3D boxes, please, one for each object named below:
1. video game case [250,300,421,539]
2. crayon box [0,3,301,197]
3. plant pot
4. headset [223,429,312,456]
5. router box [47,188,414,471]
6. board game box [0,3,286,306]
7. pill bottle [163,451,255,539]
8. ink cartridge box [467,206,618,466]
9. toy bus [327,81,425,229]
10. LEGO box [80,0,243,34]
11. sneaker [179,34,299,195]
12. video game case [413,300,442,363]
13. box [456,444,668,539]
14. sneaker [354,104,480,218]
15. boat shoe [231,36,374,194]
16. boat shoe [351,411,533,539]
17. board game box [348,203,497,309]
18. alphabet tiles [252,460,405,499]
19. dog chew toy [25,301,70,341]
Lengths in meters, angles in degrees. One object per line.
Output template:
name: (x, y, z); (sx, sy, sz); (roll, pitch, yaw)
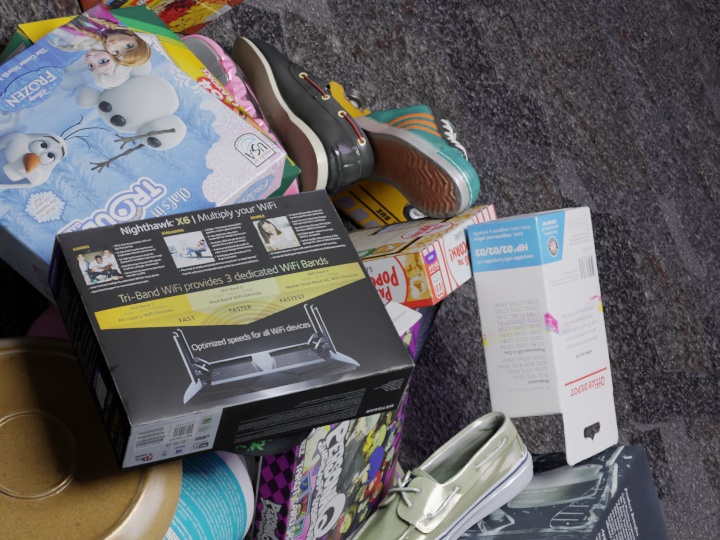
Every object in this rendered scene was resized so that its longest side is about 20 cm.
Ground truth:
video game case: (-0.022, 0.147, 1.461); (0.036, 0.202, 0.181); (22, 33, 22)
crayon box: (-0.168, -0.117, 1.525); (0.200, 0.058, 0.172); (47, 29, 12)
plant pot: (-0.213, 0.123, 1.238); (0.198, 0.028, 0.202); (5, 55, -7)
headset: (-0.076, 0.041, 1.321); (0.122, 0.094, 0.201); (18, 33, -7)
router box: (-0.086, 0.035, 1.256); (0.198, 0.052, 0.158); (-10, 55, -24)
board game box: (-0.191, -0.079, 1.374); (0.199, 0.044, 0.200); (39, 55, 16)
pill bottle: (-0.143, 0.178, 1.336); (0.111, 0.110, 0.200); (56, 32, -9)
ink cartridge box: (0.152, 0.054, 1.581); (0.115, 0.067, 0.202); (-11, 94, -60)
toy bus: (0.014, -0.087, 1.800); (0.200, 0.078, 0.065); (39, 39, -32)
LEGO box: (-0.195, -0.318, 1.676); (0.148, 0.077, 0.202); (2, 65, -55)
sneaker: (-0.102, -0.111, 1.671); (0.095, 0.078, 0.201); (-28, 95, -80)
video game case: (0.007, 0.089, 1.583); (0.019, 0.144, 0.200); (29, 27, 14)
box: (0.129, 0.245, 1.574); (0.197, 0.198, 0.125); (-41, 118, -59)
sneaker: (0.058, -0.104, 1.642); (0.079, 0.200, 0.072); (-24, 118, -19)
boat shoe: (-0.056, -0.139, 1.694); (0.063, 0.074, 0.202); (-13, 44, -27)
boat shoe: (0.050, 0.183, 1.509); (0.199, 0.072, 0.062); (-36, 118, -25)
board game box: (0.000, 0.000, 1.594); (0.151, 0.199, 0.047); (-32, 109, -58)
alphabet tiles: (-0.025, 0.177, 1.602); (0.197, 0.015, 0.200); (62, 31, 0)
dog chew toy: (-0.184, 0.063, 1.366); (0.125, 0.124, 0.201); (50, 41, -18)
